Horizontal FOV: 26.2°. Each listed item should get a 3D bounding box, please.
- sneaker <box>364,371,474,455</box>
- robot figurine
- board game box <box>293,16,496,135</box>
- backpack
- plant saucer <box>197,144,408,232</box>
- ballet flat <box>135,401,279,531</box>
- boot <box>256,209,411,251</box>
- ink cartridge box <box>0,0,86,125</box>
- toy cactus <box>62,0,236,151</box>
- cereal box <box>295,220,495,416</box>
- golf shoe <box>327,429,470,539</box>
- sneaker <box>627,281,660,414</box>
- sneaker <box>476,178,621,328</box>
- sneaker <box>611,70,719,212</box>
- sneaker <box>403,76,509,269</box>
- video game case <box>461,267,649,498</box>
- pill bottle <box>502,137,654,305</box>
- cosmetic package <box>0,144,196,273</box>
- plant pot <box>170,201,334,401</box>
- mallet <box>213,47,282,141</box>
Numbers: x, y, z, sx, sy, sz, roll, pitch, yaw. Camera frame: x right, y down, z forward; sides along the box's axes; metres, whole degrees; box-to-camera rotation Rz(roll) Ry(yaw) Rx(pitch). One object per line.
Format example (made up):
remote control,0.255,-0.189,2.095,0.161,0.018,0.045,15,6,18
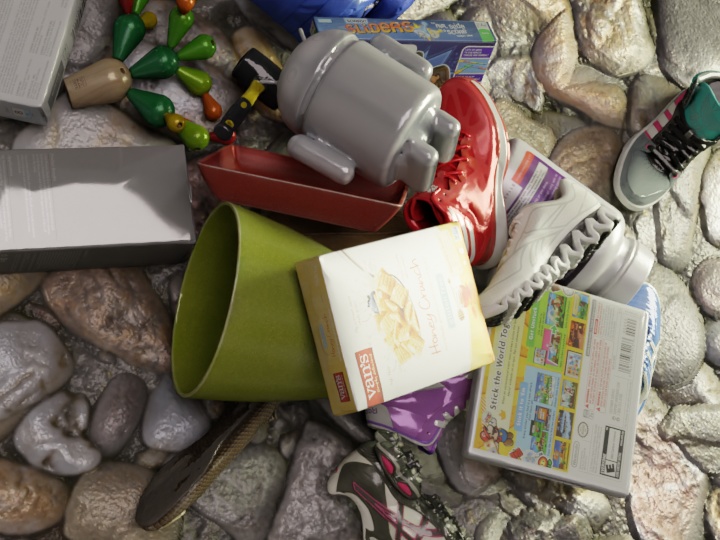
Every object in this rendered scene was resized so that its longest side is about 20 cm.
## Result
sneaker,0.096,0.133,1.607,0.198,0.073,0.116,0,83,-13
robot figurine,0.000,-0.159,1.514,0.199,0.113,0.170,34,62,11
board game box,0.032,-0.203,1.641,0.198,0.136,0.035,-1,47,-21
backpack,-0.013,-0.334,1.651,0.168,0.162,0.201,41,65,-7
plant saucer,-0.054,-0.081,1.539,0.198,0.200,0.037,13,100,2
ballet flat,-0.143,0.182,1.514,0.200,0.067,0.047,-51,126,-27
boot,0.000,0.000,1.596,0.198,0.067,0.176,2,46,-20
ink cartridge box,-0.391,-0.245,1.568,0.198,0.047,0.162,12,70,3
toy cactus,-0.221,-0.205,1.588,0.163,0.102,0.202,-20,90,-13
cereal box,0.036,0.041,1.444,0.199,0.039,0.146,-16,91,-46
golf shoe,0.051,0.258,1.557,0.088,0.077,0.201,-35,96,6
sneaker,0.292,0.101,1.673,0.075,0.077,0.202,22,67,-10
sneaker,0.173,-0.016,1.566,0.200,0.075,0.081,-39,81,-26
sneaker,0.372,-0.154,1.752,0.084,0.121,0.200,42,66,-3
sneaker,0.094,-0.103,1.565,0.115,0.078,0.203,2,75,-55
video game case,0.202,0.114,1.584,0.180,0.023,0.202,16,70,-14
pill bottle,0.214,-0.043,1.670,0.199,0.111,0.112,35,66,-6
cosmetic package,-0.268,-0.061,1.525,0.198,0.090,0.108,-1,74,-22
plant pot,-0.059,0.049,1.490,0.198,0.187,0.189,14,70,-21
mallet,-0.109,-0.166,1.578,0.066,0.041,0.201,36,25,-14
